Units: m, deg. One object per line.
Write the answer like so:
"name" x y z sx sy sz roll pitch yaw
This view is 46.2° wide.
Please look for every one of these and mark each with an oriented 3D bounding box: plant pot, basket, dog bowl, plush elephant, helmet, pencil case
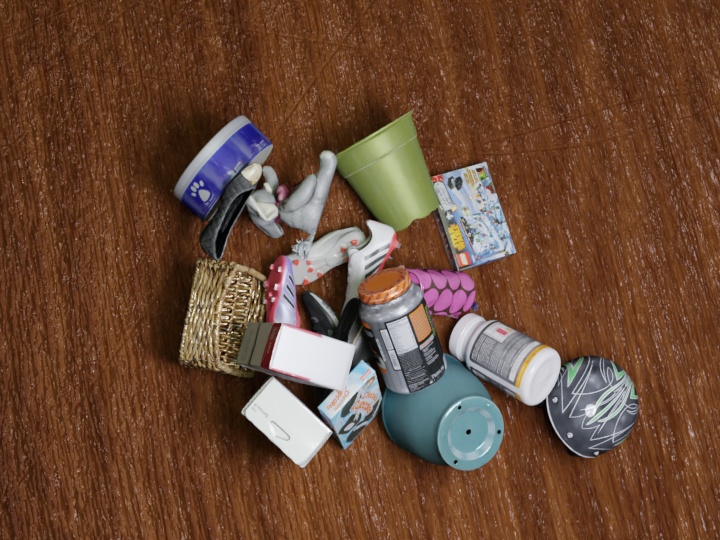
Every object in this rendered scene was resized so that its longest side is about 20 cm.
"plant pot" 0.164 0.270 1.552 0.197 0.188 0.204 -3 99 -21
"basket" -0.248 0.087 1.564 0.146 0.143 0.203 11 78 -7
"dog bowl" -0.257 -0.190 1.586 0.079 0.200 0.201 41 75 -3
"plush elephant" -0.147 -0.131 1.614 0.152 0.165 0.203 18 73 -3
"plant pot" 0.062 -0.183 1.665 0.198 0.200 0.192 -32 97 -15
"helmet" 0.440 0.262 1.634 0.196 0.191 0.204 2 78 -10
"pencil case" 0.143 0.046 1.627 0.198 0.090 0.095 5 110 -49

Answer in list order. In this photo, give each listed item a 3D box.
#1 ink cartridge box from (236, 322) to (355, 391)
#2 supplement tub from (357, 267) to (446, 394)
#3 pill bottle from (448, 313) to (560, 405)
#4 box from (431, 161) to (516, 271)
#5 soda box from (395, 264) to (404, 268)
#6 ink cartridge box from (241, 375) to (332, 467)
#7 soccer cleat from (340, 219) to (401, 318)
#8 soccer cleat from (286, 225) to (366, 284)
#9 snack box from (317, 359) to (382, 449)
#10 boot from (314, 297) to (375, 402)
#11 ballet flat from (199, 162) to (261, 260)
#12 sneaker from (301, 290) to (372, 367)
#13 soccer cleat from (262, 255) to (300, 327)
"ink cartridge box" -0.118 0.149 1.492 0.145 0.199 0.084 20 79 -23
"supplement tub" 0.071 0.105 1.500 0.121 0.122 0.203 -26 111 -14
"pill bottle" 0.273 0.165 1.617 0.199 0.117 0.117 29 71 39
"box" 0.225 -0.110 1.744 0.135 0.040 0.203 -15 82 -14
"soda box" 0.087 0.096 1.667 0.067 0.064 0.203 -21 83 -14
"ink cartridge box" -0.135 0.268 1.517 0.145 0.200 0.088 42 82 0
"soccer cleat" 0.000 0.000 1.605 0.084 0.069 0.202 29 92 -12
"soccer cleat" -0.081 -0.029 1.664 0.197 0.078 0.070 -22 120 2
"snack box" -0.014 0.250 1.549 0.037 0.201 0.116 38 74 22
"boot" 0.008 0.168 1.578 0.137 0.077 0.202 22 99 -29
"ballet flat" -0.225 -0.107 1.512 0.057 0.066 0.201 44 117 20
"sneaker" -0.067 0.136 1.627 0.087 0.076 0.201 -36 88 -10
"soccer cleat" -0.146 0.073 1.616 0.075 0.066 0.204 5 93 -30
